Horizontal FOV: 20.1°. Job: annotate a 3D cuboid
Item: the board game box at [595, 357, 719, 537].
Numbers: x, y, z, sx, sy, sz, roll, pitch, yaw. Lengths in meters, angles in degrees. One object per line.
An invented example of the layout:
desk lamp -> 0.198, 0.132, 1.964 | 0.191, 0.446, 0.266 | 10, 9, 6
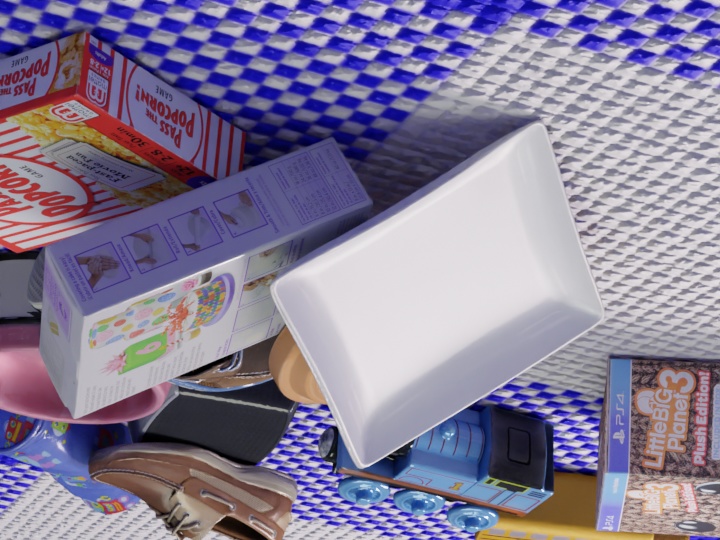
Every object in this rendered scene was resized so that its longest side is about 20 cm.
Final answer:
board game box -> 0.293, 0.147, 1.638 | 0.199, 0.097, 0.160 | 2, 157, 6

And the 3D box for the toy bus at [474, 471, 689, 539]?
toy bus -> 0.208, 0.228, 1.887 | 0.199, 0.065, 0.078 | 7, 155, -2

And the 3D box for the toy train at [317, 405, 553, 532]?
toy train -> 0.067, 0.159, 1.738 | 0.199, 0.087, 0.114 | 17, 145, -20

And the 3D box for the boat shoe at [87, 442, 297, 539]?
boat shoe -> -0.144, 0.198, 1.771 | 0.199, 0.072, 0.076 | 16, 156, -26

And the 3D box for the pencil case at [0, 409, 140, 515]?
pencil case -> -0.259, 0.152, 1.790 | 0.087, 0.078, 0.200 | 2, 158, 28

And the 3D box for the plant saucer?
plant saucer -> 0.033, 0.036, 1.395 | 0.200, 0.032, 0.200 | -25, 158, -11

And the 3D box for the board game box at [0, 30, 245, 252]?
board game box -> -0.197, -0.076, 1.282 | 0.199, 0.047, 0.151 | -13, 151, 35

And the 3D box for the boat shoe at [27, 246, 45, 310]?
boat shoe -> -0.154, -0.008, 1.403 | 0.199, 0.075, 0.062 | -20, 141, 35

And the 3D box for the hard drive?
hard drive -> -0.127, 0.124, 1.740 | 0.134, 0.043, 0.200 | 11, 156, -13

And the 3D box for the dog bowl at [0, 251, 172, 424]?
dog bowl -> -0.228, 0.058, 1.571 | 0.199, 0.074, 0.200 | 5, 157, 2

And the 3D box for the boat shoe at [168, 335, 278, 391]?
boat shoe -> -0.120, 0.055, 1.490 | 0.199, 0.073, 0.072 | 2, 180, -32

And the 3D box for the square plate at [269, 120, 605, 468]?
square plate -> 0.051, 0.015, 1.306 | 0.200, 0.028, 0.198 | -31, 136, -7

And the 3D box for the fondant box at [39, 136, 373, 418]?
fondant box -> -0.100, 0.006, 1.282 | 0.199, 0.058, 0.144 | -23, 158, -22
